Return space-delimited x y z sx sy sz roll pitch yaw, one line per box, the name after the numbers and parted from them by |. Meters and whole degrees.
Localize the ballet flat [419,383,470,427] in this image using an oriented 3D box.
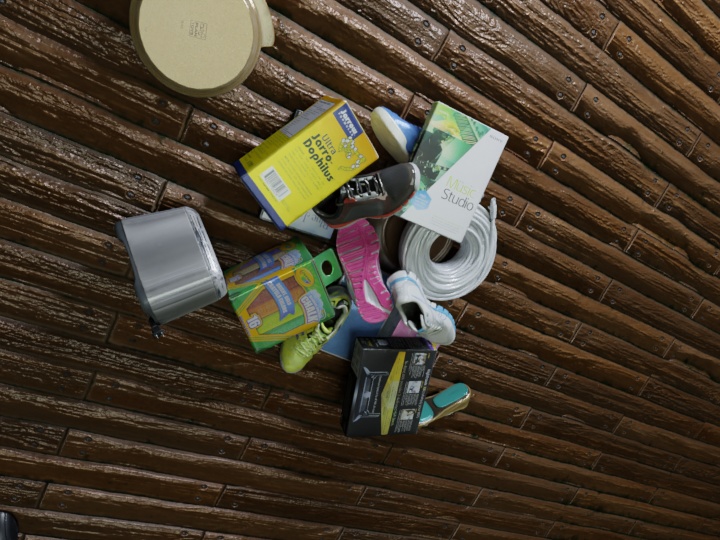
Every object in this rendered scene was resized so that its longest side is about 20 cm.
0.162 0.319 1.217 0.198 0.069 0.063 -18 130 -10 | ballet flat

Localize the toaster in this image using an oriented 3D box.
-0.295 -0.006 0.854 0.128 0.201 0.114 -21 159 -16 | toaster

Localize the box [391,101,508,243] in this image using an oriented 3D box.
0.150 -0.166 0.927 0.143 0.036 0.201 20 98 -16 | box

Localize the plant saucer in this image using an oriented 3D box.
0.108 -0.078 1.050 0.198 0.032 0.202 -8 115 -17 | plant saucer

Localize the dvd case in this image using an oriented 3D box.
-0.084 -0.164 0.952 0.142 0.018 0.201 16 106 -25 | dvd case

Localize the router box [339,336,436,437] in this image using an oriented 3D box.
0.053 0.231 1.069 0.156 0.052 0.202 4 110 -20 | router box

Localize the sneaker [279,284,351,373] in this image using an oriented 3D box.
-0.090 0.115 1.025 0.075 0.076 0.201 33 100 -15 | sneaker

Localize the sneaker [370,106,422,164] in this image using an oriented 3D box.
0.113 -0.237 0.963 0.200 0.077 0.111 44 81 -17 | sneaker

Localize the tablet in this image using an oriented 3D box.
-0.008 0.086 1.080 0.129 0.014 0.201 24 101 -20 | tablet

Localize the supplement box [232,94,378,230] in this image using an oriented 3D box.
-0.090 -0.177 0.871 0.199 0.109 0.110 -37 118 -2 | supplement box

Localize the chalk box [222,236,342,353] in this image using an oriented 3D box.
-0.126 0.031 0.958 0.199 0.124 0.125 -26 118 -8 | chalk box

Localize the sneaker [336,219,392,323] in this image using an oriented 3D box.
0.000 0.000 1.005 0.081 0.088 0.202 -11 85 -8 | sneaker

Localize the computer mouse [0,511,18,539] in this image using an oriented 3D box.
-0.658 0.547 1.026 0.139 0.046 0.202 2 111 -19 | computer mouse

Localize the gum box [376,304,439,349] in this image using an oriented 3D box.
0.085 0.164 1.120 0.113 0.066 0.201 22 103 -25 | gum box

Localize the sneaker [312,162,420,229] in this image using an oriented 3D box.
0.004 -0.124 0.894 0.199 0.078 0.082 -24 158 27 | sneaker

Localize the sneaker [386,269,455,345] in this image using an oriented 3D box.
0.114 0.094 1.003 0.075 0.087 0.200 -31 124 23 | sneaker

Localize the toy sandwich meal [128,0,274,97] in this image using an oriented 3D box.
-0.234 -0.359 0.793 0.203 0.070 0.207 -7 117 -13 | toy sandwich meal

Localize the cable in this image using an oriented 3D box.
0.165 -0.043 1.029 0.198 0.069 0.201 -17 117 -12 | cable
